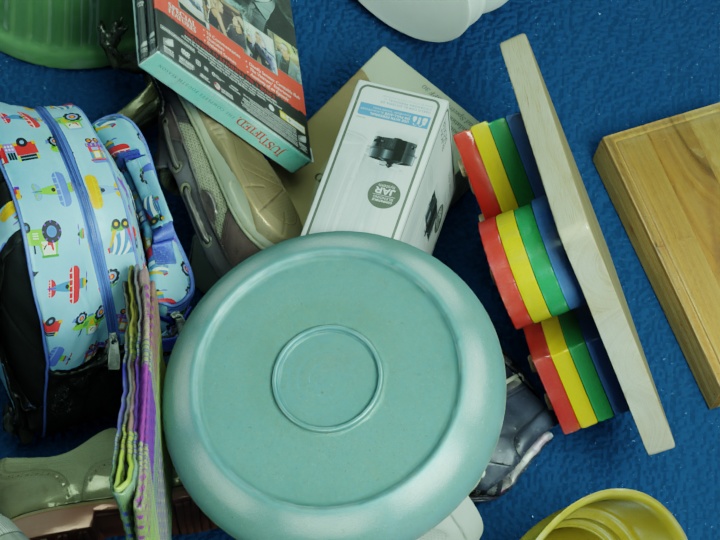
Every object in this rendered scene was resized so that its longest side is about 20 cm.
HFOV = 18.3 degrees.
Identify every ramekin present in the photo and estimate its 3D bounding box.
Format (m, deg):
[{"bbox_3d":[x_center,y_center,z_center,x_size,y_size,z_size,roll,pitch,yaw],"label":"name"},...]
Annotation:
[{"bbox_3d":[-0.200,-0.251,1.556,0.198,0.098,0.202,3,64,-7],"label":"ramekin"}]

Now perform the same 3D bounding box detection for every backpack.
[{"bbox_3d":[-0.182,-0.020,1.383,0.133,0.201,0.184,-15,59,-15],"label":"backpack"}]

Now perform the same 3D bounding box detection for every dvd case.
[{"bbox_3d":[-0.094,-0.172,1.449,0.146,0.022,0.201,33,36,-40],"label":"dvd case"}]

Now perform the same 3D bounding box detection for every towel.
[{"bbox_3d":[-0.123,0.109,1.271,0.023,0.144,0.201,-3,40,-1],"label":"towel"}]

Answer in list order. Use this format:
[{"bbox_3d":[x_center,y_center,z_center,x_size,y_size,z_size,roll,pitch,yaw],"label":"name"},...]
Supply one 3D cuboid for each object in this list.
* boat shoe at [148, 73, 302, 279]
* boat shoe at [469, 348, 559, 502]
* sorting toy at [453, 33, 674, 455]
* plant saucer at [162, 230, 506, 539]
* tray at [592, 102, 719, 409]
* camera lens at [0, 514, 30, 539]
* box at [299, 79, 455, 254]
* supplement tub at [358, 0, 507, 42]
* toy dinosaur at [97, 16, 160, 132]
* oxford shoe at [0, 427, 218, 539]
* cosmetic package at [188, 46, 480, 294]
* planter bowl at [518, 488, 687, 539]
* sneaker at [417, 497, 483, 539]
[{"bbox_3d":[-0.102,-0.073,1.432,0.065,0.072,0.201,-41,53,15],"label":"boat shoe"},{"bbox_3d":[0.039,0.124,1.421,0.200,0.075,0.093,-41,72,-21],"label":"boat shoe"},{"bbox_3d":[0.119,-0.009,1.410,0.069,0.200,0.201,-20,40,7],"label":"sorting toy"},{"bbox_3d":[-0.017,0.065,1.263,0.198,0.027,0.202,-3,66,6],"label":"plant saucer"},{"bbox_3d":[0.246,-0.014,1.540,0.098,0.037,0.201,-16,67,-15],"label":"tray"},{"bbox_3d":[-0.221,0.236,1.284,0.200,0.160,0.160,41,66,12],"label":"camera lens"},{"bbox_3d":[0.000,0.000,1.371,0.060,0.117,0.201,14,67,12],"label":"box"},{"bbox_3d":[0.080,-0.274,1.581,0.144,0.145,0.200,34,64,9],"label":"supplement tub"},{"bbox_3d":[-0.131,-0.137,1.522,0.199,0.089,0.047,-28,29,-19],"label":"toy dinosaur"},{"bbox_3d":[-0.132,0.127,1.400,0.198,0.071,0.074,-10,63,-13],"label":"oxford shoe"},{"bbox_3d":[-0.014,-0.043,1.497,0.105,0.071,0.200,38,65,10],"label":"cosmetic package"},{"bbox_3d":[0.115,0.225,1.356,0.083,0.201,0.201,9,52,46],"label":"planter bowl"},{"bbox_3d":[0.015,0.188,1.322,0.073,0.201,0.116,27,65,25],"label":"sneaker"}]
